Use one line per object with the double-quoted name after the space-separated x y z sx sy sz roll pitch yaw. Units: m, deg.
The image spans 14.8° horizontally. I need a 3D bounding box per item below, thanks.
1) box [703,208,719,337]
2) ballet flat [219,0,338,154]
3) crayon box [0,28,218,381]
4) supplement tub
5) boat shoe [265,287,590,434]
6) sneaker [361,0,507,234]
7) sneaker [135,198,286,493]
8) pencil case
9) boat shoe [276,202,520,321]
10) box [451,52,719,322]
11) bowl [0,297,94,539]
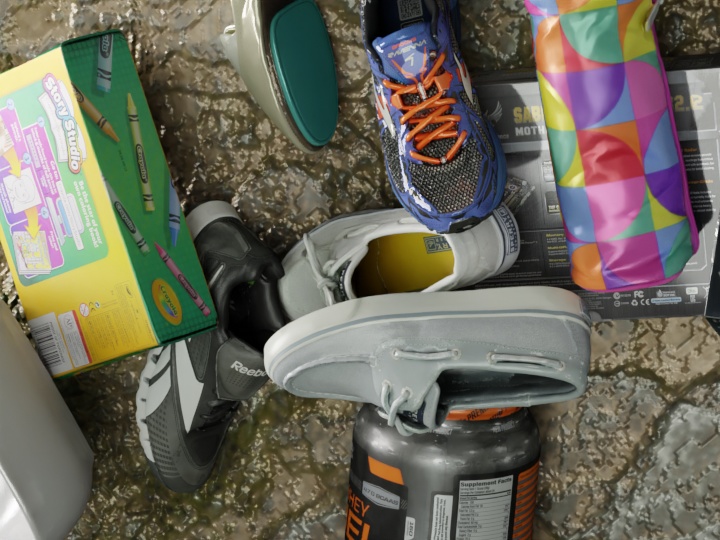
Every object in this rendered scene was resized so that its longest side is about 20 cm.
0.242 -0.034 1.610 0.046 0.200 0.160 8 83 14 "box"
-0.063 -0.171 1.751 0.069 0.069 0.201 -7 102 16 "ballet flat"
-0.177 -0.040 1.774 0.118 0.058 0.201 -17 91 44 "crayon box"
0.051 0.155 1.780 0.122 0.123 0.201 8 107 12 "supplement tub"
0.040 0.059 1.666 0.199 0.072 0.070 -7 148 8 "boat shoe"
0.034 -0.113 1.678 0.075 0.078 0.201 -21 65 9 "sneaker"
-0.093 0.061 1.803 0.090 0.066 0.201 29 115 44 "sneaker"
0.151 -0.089 1.653 0.088 0.088 0.201 -6 105 16 "pencil case"
0.002 0.004 1.733 0.201 0.086 0.075 -11 98 44 "boat shoe"
0.141 -0.049 1.736 0.199 0.048 0.160 -4 104 16 "box"
-0.251 0.094 1.825 0.074 0.200 0.201 -32 96 -23 "bowl"
